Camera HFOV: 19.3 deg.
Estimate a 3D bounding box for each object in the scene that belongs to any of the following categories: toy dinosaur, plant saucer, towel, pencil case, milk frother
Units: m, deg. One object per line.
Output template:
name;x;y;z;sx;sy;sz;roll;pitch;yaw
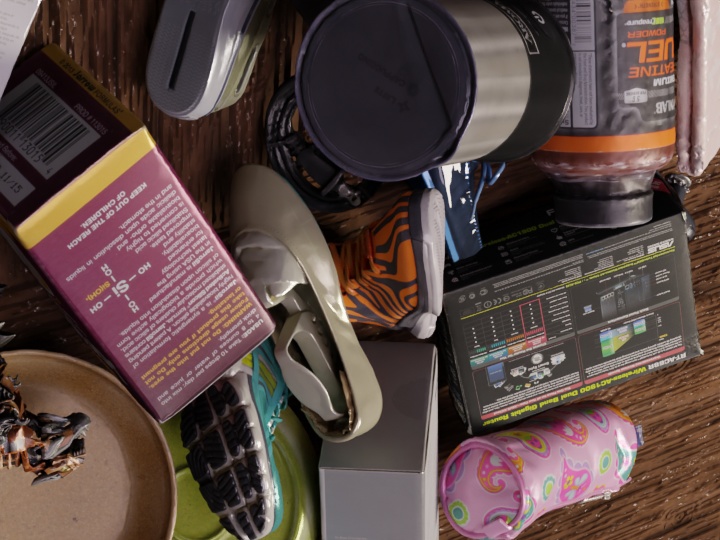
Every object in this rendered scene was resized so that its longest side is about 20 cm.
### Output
toy dinosaur;-0.266;0.082;1.322;0.200;0.102;0.136;2;114;-38
plant saucer;-0.117;0.162;1.469;0.200;0.031;0.200;1;86;-19
towel;0.287;-0.199;1.581;0.200;0.032;0.191;-51;149;-31
plant saucer;-0.223;0.150;1.400;0.200;0.035;0.201;-1;94;-13
pencil case;0.146;0.157;1.678;0.200;0.087;0.088;-11;124;-54
milk frother;0.008;-0.100;1.340;0.200;0.180;0.188;-62;161;17

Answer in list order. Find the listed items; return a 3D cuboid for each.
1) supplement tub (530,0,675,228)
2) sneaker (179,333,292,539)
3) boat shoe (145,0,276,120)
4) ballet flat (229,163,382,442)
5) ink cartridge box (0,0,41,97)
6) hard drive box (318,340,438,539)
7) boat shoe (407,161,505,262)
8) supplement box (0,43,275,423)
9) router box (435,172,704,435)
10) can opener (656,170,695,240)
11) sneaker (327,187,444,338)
supplement tub;0.170;-0.134;1.499;0.107;0.107;0.200;-11;103;-34
sneaker;-0.074;0.083;1.437;0.080;0.077;0.200;2;73;-39
boat shoe;-0.081;-0.191;1.338;0.062;0.072;0.200;-17;134;-61
ballet flat;-0.044;0.027;1.410;0.069;0.069;0.200;-30;102;-20
ink cartridge box;-0.238;-0.178;1.221;0.109;0.050;0.200;14;106;-43
hard drive box;0.016;0.177;1.568;0.077;0.156;0.200;2;123;5
boat shoe;0.065;-0.091;1.493;0.069;0.084;0.200;-25;133;-9
supplement box;-0.159;-0.023;1.326;0.103;0.131;0.200;-40;134;-9
router box;0.155;0.025;1.614;0.200;0.062;0.150;-18;129;-6
can opener;0.201;-0.077;1.626;0.079;0.063;0.200;-57;137;-18
sneaker;0.000;0.000;1.451;0.112;0.078;0.200;3;157;-1
